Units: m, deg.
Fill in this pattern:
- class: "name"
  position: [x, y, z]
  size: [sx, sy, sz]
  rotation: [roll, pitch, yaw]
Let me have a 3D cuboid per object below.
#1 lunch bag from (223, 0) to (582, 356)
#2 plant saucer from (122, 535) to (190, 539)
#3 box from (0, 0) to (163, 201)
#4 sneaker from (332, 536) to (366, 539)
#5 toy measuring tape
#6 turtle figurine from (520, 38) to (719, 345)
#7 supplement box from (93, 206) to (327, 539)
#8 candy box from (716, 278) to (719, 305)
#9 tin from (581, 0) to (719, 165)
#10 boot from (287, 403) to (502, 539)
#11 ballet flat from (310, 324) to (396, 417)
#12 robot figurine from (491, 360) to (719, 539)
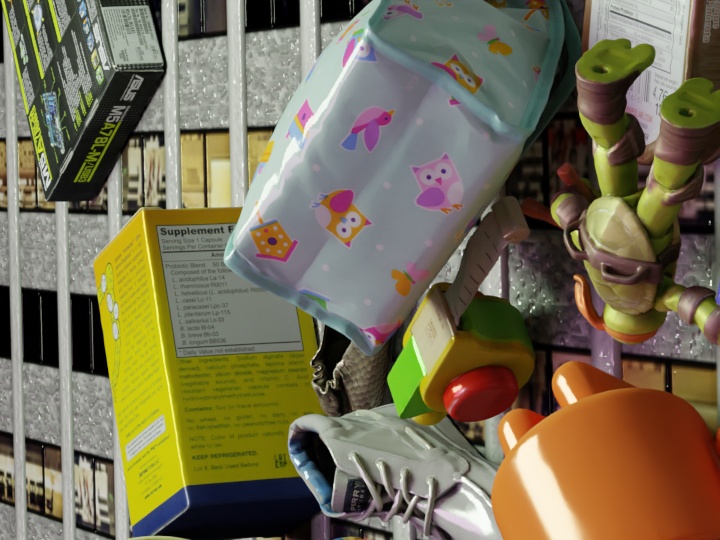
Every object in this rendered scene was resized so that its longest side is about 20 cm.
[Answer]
- class: "lunch bag"
  position: [0.028, -0.079, 1.511]
  size: [0.171, 0.122, 0.200]
  rotation: [-55, 4, 30]
- class: "plant saucer"
  position: [-0.120, 0.265, 1.840]
  size: [0.031, 0.199, 0.201]
  rotation: [-32, -55, -74]
- class: "box"
  position: [-0.215, -0.184, 2.174]
  size: [0.193, 0.047, 0.200]
  rotation: [122, 138, -55]
- class: "sneaker"
  position: [-0.011, 0.263, 1.732]
  size: [0.088, 0.075, 0.201]
  rotation: [156, 111, -64]
- class: "toy measuring tape"
  position: [0.072, 0.024, 1.538]
  size: [0.200, 0.073, 0.074]
  rotation: [118, 142, -50]
- class: "turtle figurine"
  position: [0.126, -0.026, 1.364]
  size: [0.200, 0.064, 0.162]
  rotation: [46, 146, 45]
- class: "supplement box"
  position: [-0.095, 0.068, 1.858]
  size: [0.110, 0.109, 0.201]
  rotation: [141, 124, -60]
- class: "candy box"
  position: [0.230, -0.053, 1.179]
  size: [0.169, 0.077, 0.201]
  rotation: [-142, 55, -59]
- class: "tin"
  position: [0.152, -0.148, 1.391]
  size: [0.112, 0.042, 0.201]
  rotation: [28, 117, 57]
- class: "boot"
  position: [0.029, 0.132, 1.607]
  size: [0.200, 0.095, 0.074]
  rotation: [-145, 57, -60]
- class: "ballet flat"
  position: [0.000, 0.000, 1.719]
  size: [0.067, 0.046, 0.201]
  rotation: [-137, 50, -56]
- class: "robot figurine"
  position: [0.134, 0.136, 1.358]
  size: [0.117, 0.143, 0.200]
  rotation: [82, 168, -51]
